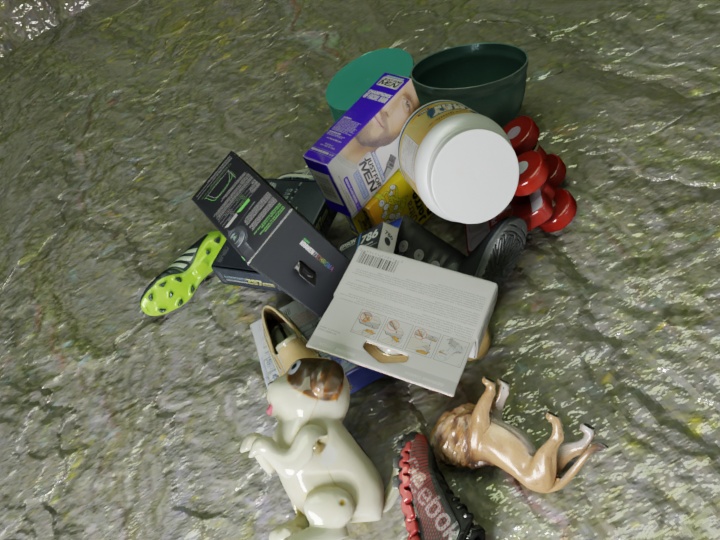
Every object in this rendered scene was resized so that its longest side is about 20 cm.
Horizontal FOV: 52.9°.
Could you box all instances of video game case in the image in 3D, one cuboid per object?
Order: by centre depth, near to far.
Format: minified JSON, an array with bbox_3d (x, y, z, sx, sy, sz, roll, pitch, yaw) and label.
[{"bbox_3d":[-0.053,0.108,1.067,0.196,0.046,0.183,-28,43,1],"label":"video game case"}]

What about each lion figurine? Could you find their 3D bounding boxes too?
[{"bbox_3d":[0.173,0.204,0.834,0.197,0.072,0.125,26,98,35],"label":"lion figurine"}]

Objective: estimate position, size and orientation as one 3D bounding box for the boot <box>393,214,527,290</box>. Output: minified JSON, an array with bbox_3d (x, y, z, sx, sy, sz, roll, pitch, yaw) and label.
[{"bbox_3d":[0.129,-0.033,1.058,0.199,0.065,0.168,33,96,47],"label":"boot"}]

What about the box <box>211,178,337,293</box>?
[{"bbox_3d":[-0.135,-0.062,1.195,0.154,0.051,0.203,7,56,29],"label":"box"}]

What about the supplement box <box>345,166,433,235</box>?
[{"bbox_3d":[0.067,-0.146,1.198,0.200,0.110,0.109,-43,44,-14],"label":"supplement box"}]

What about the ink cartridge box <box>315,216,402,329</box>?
[{"bbox_3d":[0.000,0.000,1.056,0.098,0.039,0.203,-25,37,39],"label":"ink cartridge box"}]

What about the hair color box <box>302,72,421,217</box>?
[{"bbox_3d":[0.014,-0.193,1.109,0.064,0.110,0.201,23,64,41],"label":"hair color box"}]

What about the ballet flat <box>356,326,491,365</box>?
[{"bbox_3d":[0.078,0.086,0.961,0.194,0.064,0.070,-5,53,-3],"label":"ballet flat"}]

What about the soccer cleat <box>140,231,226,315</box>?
[{"bbox_3d":[-0.316,0.005,1.304,0.200,0.068,0.080,-44,27,-17],"label":"soccer cleat"}]

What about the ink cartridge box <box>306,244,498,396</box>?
[{"bbox_3d":[0.055,0.066,0.910,0.195,0.045,0.178,16,54,19],"label":"ink cartridge box"}]

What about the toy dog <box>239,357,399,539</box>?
[{"bbox_3d":[-0.047,0.204,0.853,0.188,0.140,0.206,-12,81,-8],"label":"toy dog"}]

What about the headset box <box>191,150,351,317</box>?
[{"bbox_3d":[-0.115,-0.047,1.010,0.093,0.174,0.200,-48,49,0],"label":"headset box"}]

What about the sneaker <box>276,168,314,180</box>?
[{"bbox_3d":[-0.062,-0.163,1.324,0.194,0.079,0.086,-1,38,17],"label":"sneaker"}]

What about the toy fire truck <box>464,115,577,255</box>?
[{"bbox_3d":[0.224,-0.123,1.105,0.166,0.112,0.203,-30,38,28],"label":"toy fire truck"}]

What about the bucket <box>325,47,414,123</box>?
[{"bbox_3d":[0.038,-0.300,1.342,0.202,0.136,0.211,-16,44,16],"label":"bucket"}]

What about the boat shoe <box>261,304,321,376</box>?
[{"bbox_3d":[-0.090,0.121,0.986,0.071,0.077,0.200,-36,46,-11],"label":"boat shoe"}]

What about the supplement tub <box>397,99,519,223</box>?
[{"bbox_3d":[0.135,-0.155,1.026,0.142,0.147,0.201,-27,22,1],"label":"supplement tub"}]

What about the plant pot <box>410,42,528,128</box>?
[{"bbox_3d":[0.189,-0.285,1.231,0.194,0.137,0.202,-9,33,6],"label":"plant pot"}]

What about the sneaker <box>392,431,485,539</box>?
[{"bbox_3d":[0.089,0.274,0.811,0.095,0.071,0.204,-15,50,12],"label":"sneaker"}]
